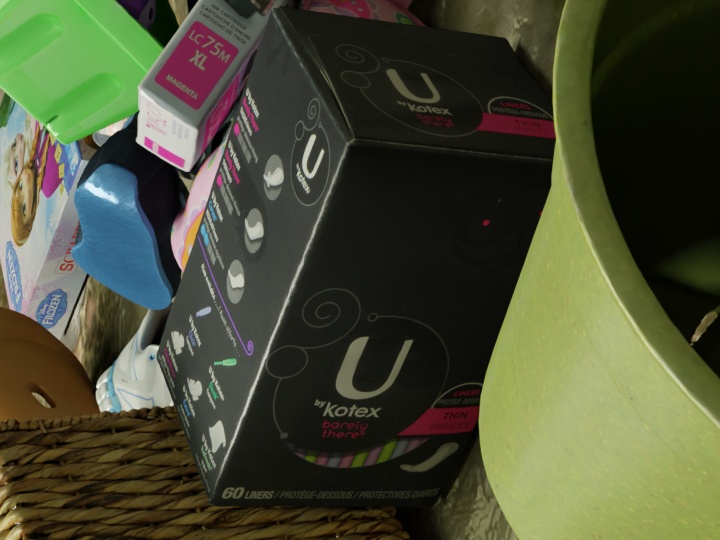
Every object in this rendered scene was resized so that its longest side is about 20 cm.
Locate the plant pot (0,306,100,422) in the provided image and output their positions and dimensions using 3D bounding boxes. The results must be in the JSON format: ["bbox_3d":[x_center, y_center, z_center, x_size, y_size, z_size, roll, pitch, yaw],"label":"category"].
[{"bbox_3d":[-0.250,0.142,1.145,0.140,0.200,0.200,28,112,43],"label":"plant pot"}]

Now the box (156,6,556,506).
[{"bbox_3d":[0.000,0.000,0.732,0.106,0.122,0.200,62,140,45],"label":"box"}]

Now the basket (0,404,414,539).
[{"bbox_3d":[-0.085,0.160,0.787,0.149,0.200,0.143,-119,33,-43],"label":"basket"}]

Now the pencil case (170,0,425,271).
[{"bbox_3d":[-0.028,-0.061,0.841,0.200,0.087,0.087,-55,40,45],"label":"pencil case"}]

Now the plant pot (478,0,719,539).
[{"bbox_3d":[0.118,0.015,0.465,0.190,0.200,0.200,118,146,-60],"label":"plant pot"}]

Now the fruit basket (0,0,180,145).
[{"bbox_3d":[-0.148,-0.205,0.976,0.216,0.156,0.216,-25,41,24],"label":"fruit basket"}]

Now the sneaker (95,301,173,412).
[{"bbox_3d":[-0.109,0.089,0.992,0.087,0.075,0.200,-65,34,25],"label":"sneaker"}]

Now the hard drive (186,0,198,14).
[{"bbox_3d":[-0.067,-0.225,0.975,0.135,0.042,0.200,-39,52,54],"label":"hard drive"}]

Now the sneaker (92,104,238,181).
[{"bbox_3d":[-0.115,-0.086,1.005,0.200,0.084,0.075,31,114,59],"label":"sneaker"}]

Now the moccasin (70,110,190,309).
[{"bbox_3d":[-0.122,-0.031,0.965,0.068,0.080,0.200,-64,4,-19],"label":"moccasin"}]

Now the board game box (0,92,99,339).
[{"bbox_3d":[-0.246,-0.084,1.304,0.200,0.041,0.200,-62,36,39],"label":"board game box"}]

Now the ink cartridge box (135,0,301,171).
[{"bbox_3d":[-0.042,-0.147,0.819,0.200,0.042,0.119,-59,4,-9],"label":"ink cartridge box"}]
